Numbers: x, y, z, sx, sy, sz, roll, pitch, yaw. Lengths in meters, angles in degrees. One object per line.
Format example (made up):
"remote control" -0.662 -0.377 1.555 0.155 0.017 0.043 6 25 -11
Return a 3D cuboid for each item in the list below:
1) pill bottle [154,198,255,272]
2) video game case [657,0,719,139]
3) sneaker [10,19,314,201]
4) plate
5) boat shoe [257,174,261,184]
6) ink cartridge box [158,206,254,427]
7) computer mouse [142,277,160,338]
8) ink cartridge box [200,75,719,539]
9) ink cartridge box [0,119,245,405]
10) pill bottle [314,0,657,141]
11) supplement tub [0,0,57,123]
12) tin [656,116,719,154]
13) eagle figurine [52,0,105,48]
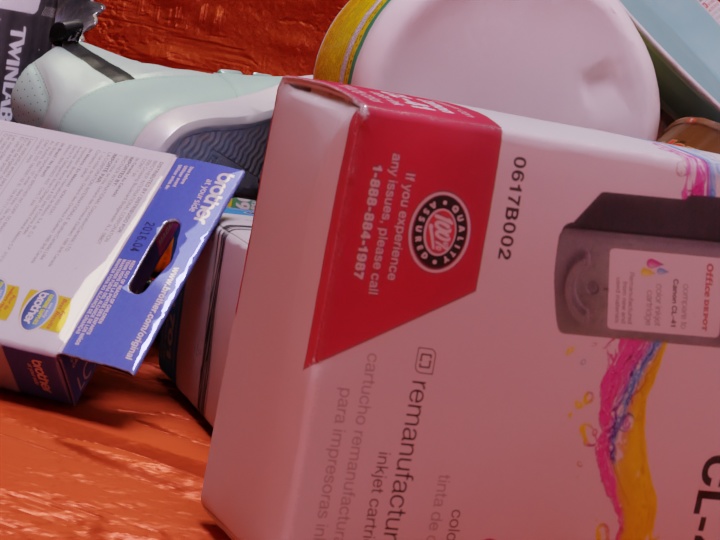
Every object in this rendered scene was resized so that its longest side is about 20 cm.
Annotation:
"pill bottle" -0.155 -0.058 1.219 0.199 0.113 0.113 10 6 -11
"video game case" 0.127 -0.133 0.907 0.182 0.023 0.200 46 30 3
"sneaker" -0.084 -0.082 0.913 0.118 0.074 0.200 29 19 26
"plate" 0.138 -0.100 0.809 0.200 0.026 0.200 39 22 -19
"boat shoe" 0.002 0.001 0.919 0.074 0.066 0.200 32 -22 35
"ink cartridge box" 0.006 0.030 0.766 0.146 0.086 0.200 8 8 -17
"computer mouse" -0.104 0.012 0.949 0.140 0.046 0.200 10 6 -16
"ink cartridge box" 0.063 0.027 0.584 0.199 0.148 0.086 7 7 -21
"ink cartridge box" -0.158 -0.010 0.777 0.199 0.042 0.120 10 50 19
"pill bottle" 0.040 -0.069 0.736 0.112 0.113 0.200 9 6 -8
"supplement tub" -0.210 -0.082 0.903 0.106 0.201 0.107 8 5 -1
"tin" 0.171 0.029 0.724 0.200 0.042 0.112 55 -17 -17
"eagle figurine" -0.243 -0.074 1.082 0.199 0.152 0.151 -10 43 -14
